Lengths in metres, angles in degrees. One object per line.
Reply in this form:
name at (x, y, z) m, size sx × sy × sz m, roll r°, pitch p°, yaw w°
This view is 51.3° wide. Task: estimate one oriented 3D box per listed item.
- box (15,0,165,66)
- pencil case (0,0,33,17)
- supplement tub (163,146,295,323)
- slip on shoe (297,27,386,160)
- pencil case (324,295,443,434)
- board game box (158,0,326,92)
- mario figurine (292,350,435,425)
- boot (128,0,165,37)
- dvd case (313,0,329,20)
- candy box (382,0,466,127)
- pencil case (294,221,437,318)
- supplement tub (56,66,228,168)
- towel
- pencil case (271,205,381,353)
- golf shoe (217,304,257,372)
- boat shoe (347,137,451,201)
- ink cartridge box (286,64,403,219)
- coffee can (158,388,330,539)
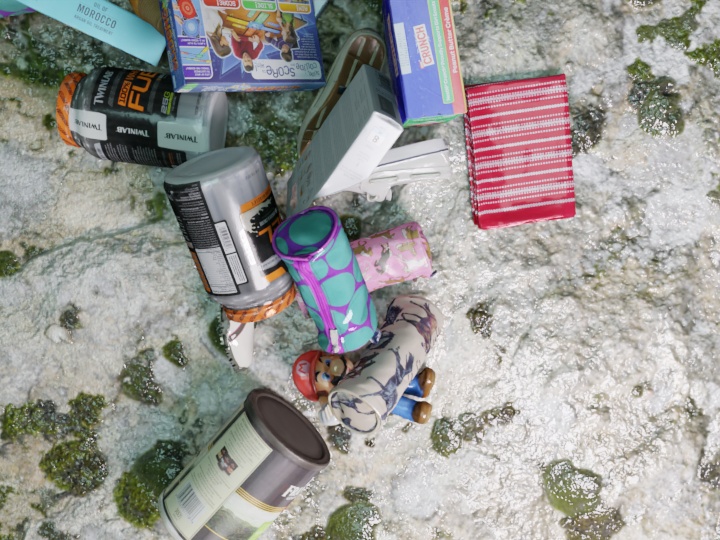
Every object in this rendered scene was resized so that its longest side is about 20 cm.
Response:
box at (-0.349, -0.327, 0.945) m, size 0.200 × 0.082 × 0.049 m, roll 20°, pitch 101°, yaw -36°
pencil case at (-0.516, -0.375, 0.979) m, size 0.199 × 0.092 × 0.085 m, roll -7°, pitch 61°, yaw 1°
supplement tub at (-0.155, -0.043, 0.936) m, size 0.122 × 0.123 × 0.200 m, roll -15°, pitch 116°, yaw 4°
slip on shoe at (-0.027, -0.233, 1.011) m, size 0.076 × 0.061 × 0.200 m, roll 17°, pitch 117°, yaw -17°
pencil case at (0.032, 0.121, 0.987) m, size 0.089 × 0.200 × 0.078 m, roll -5°, pitch 126°, yaw 42°
board game box at (-0.142, -0.291, 0.923) m, size 0.200 × 0.034 × 0.136 m, roll -10°, pitch 92°, yaw -37°
mario figurine at (0.005, 0.153, 1.034) m, size 0.199 × 0.124 × 0.106 m, roll 12°, pitch 111°, yaw -4°
boot at (-0.211, -0.340, 0.986) m, size 0.071 × 0.201 × 0.144 m, roll -55°, pitch 53°, yaw 27°
dvd case at (-0.091, -0.418, 1.004) m, size 0.143 × 0.018 × 0.200 m, roll 34°, pitch 98°, yaw -4°
candy box at (0.073, -0.268, 0.929) m, size 0.077 × 0.200 × 0.170 m, roll -8°, pitch 98°, yaw 3°
pencil case at (0.000, 0.000, 1.028) m, size 0.200 × 0.083 × 0.087 m, roll -18°, pitch 107°, yaw 4°
supplement tub at (-0.284, -0.200, 0.988) m, size 0.199 × 0.123 × 0.123 m, roll 7°, pitch 98°, yaw 0°
towel at (0.219, -0.161, 1.030) m, size 0.144 × 0.022 × 0.201 m, roll -6°, pitch 98°, yaw 2°
pencil case at (-0.039, 0.018, 0.912) m, size 0.085 × 0.093 × 0.200 m, roll -2°, pitch 138°, yaw 18°
golf shoe at (-0.156, 0.044, 1.045) m, size 0.088 × 0.077 × 0.201 m, roll -3°, pitch 98°, yaw -5°
boat shoe at (0.026, -0.125, 1.020) m, size 0.200 × 0.072 × 0.066 m, roll -15°, pitch 94°, yaw -4°
ink cartridge box at (-0.026, -0.141, 0.936) m, size 0.047 × 0.160 × 0.200 m, roll 25°, pitch 119°, yaw -21°
coffee can at (-0.161, 0.286, 1.042) m, size 0.146 × 0.146 × 0.200 m, roll 42°, pitch 98°, yaw -4°
